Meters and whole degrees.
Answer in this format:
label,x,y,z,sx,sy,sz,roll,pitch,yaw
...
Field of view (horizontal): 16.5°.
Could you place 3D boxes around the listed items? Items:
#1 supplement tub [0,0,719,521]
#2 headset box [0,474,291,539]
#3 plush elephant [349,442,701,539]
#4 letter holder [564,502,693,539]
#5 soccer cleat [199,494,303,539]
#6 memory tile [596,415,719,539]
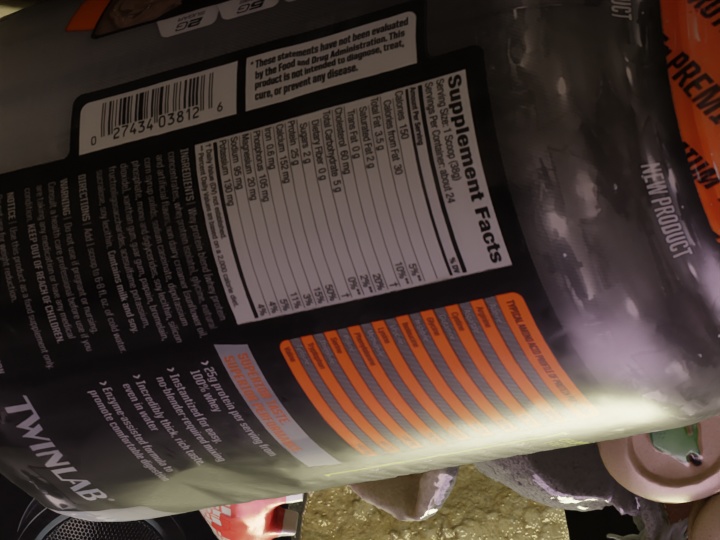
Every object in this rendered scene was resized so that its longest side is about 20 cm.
label,x,y,z,sx,sy,sz,roll,pitch,yaw
supplement tub,0.011,-0.018,0.535,0.200,0.123,0.122,-12,174,29
headset box,-0.122,0.090,1.060,0.174,0.200,0.093,-7,-170,-14
plush elephant,0.061,0.016,0.846,0.164,0.200,0.155,-15,-166,-16
letter holder,0.186,0.075,1.347,0.142,0.200,0.101,-7,174,-26
soccer cleat,-0.063,0.027,0.844,0.085,0.069,0.200,0,142,5
memory tile,0.156,0.009,0.741,0.200,0.153,0.017,-35,-157,15
